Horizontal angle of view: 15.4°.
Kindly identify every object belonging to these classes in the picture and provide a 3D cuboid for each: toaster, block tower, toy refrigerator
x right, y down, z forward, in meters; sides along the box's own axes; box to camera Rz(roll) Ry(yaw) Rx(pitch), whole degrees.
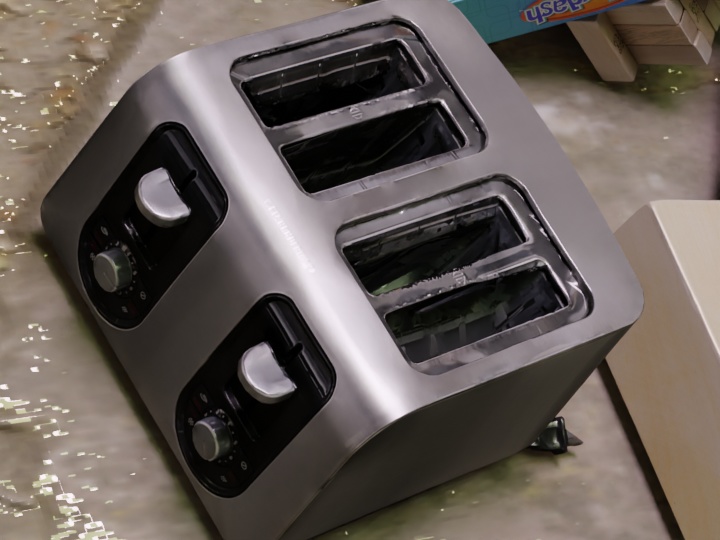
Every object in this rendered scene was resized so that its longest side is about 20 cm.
[{"bbox_3d":[0.000,0.000,1.088,0.199,0.119,0.181,-18,69,-38],"label":"toaster"},{"bbox_3d":[0.160,-0.190,1.311,0.054,0.057,0.201,48,54,-47],"label":"block tower"},{"bbox_3d":[0.171,0.071,1.172,0.076,0.070,0.201,-1,59,-39],"label":"toy refrigerator"}]

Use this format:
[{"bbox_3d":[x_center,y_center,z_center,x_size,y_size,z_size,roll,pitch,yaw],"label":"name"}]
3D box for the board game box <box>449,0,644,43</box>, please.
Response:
[{"bbox_3d":[0.097,-0.193,1.262,0.199,0.045,0.153,-14,61,3],"label":"board game box"}]
